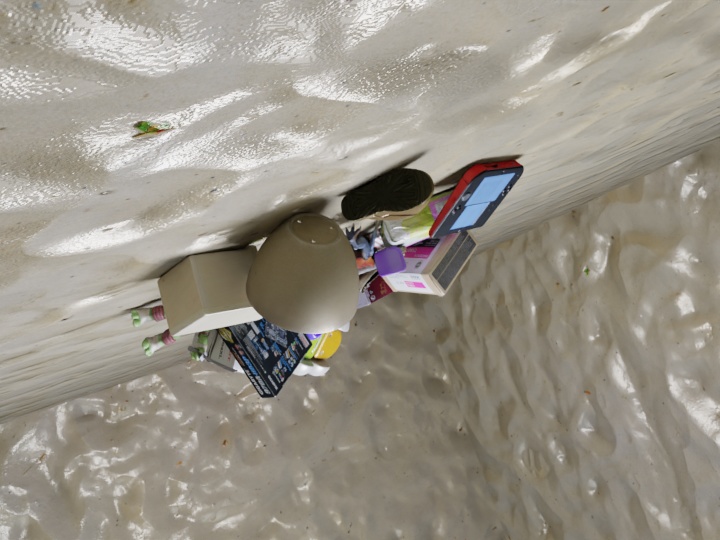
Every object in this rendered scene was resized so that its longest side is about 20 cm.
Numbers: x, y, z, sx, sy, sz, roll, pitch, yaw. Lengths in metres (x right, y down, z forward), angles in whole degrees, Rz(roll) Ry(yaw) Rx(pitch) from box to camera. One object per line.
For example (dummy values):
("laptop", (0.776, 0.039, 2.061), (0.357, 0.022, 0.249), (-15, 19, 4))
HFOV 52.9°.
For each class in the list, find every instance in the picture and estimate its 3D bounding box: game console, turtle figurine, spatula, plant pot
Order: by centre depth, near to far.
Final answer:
("plant pot", (-0.087, -0.014, 1.207), (0.197, 0.200, 0.137), (-16, 135, -36))
("game console", (0.236, -0.142, 1.454), (0.198, 0.031, 0.179), (-14, 142, -47))
("turtle figurine", (-0.361, 0.110, 1.461), (0.189, 0.203, 0.145), (-17, 140, 4))
("spatula", (0.000, 0.000, 1.532), (0.195, 0.058, 0.021), (-17, -179, -12))

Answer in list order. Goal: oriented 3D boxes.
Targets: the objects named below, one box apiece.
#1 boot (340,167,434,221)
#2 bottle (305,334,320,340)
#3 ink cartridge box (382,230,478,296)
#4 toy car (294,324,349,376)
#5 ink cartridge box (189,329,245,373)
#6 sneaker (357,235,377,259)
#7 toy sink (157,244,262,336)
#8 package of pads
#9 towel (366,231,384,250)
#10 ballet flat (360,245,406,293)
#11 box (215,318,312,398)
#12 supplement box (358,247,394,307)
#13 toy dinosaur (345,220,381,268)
("boot", (0.075, -0.127, 1.245), (0.171, 0.068, 0.199), (-10, 179, 26))
("bottle", (-0.170, 0.109, 1.588), (0.196, 0.085, 0.065), (-2, -153, 35))
("ink cartridge box", (0.160, -0.030, 1.731), (0.166, 0.075, 0.198), (-52, -152, -21))
("toy car", (-0.133, 0.158, 1.810), (0.178, 0.148, 0.199), (-62, 155, 5))
("ink cartridge box", (-0.276, 0.135, 1.568), (0.083, 0.150, 0.198), (19, 171, -39))
("sneaker", (-0.043, -0.032, 1.624), (0.097, 0.072, 0.198), (-26, 170, 39))
("toy sink", (-0.240, 0.031, 1.296), (0.197, 0.115, 0.129), (-8, 167, -44))
("package of pads", (0.142, -0.109, 1.587), (0.196, 0.070, 0.155), (-21, 175, -4))
("towel", (0.003, -0.060, 1.763), (0.196, 0.031, 0.146), (-23, 172, 10))
("ballet flat", (0.038, 0.001, 1.622), (0.067, 0.047, 0.199), (-15, 165, -47))
("box", (-0.193, 0.127, 1.452), (0.045, 0.202, 0.160), (-11, -151, 38))
("supplement box", (0.048, 0.009, 1.823), (0.198, 0.111, 0.060), (-26, -177, -42))
("toy dinosaur", (-0.016, -0.028, 1.430), (0.102, 0.204, 0.182), (-6, 147, 19))
